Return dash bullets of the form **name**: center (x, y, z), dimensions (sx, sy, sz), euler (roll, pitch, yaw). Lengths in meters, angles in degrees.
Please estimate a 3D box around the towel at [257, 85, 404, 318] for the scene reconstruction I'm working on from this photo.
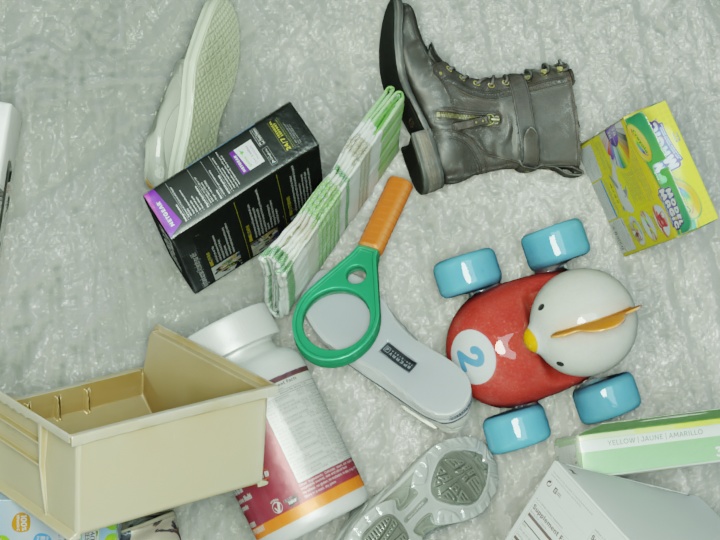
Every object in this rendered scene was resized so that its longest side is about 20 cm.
- **towel**: center (-0.026, -0.060, 1.637), dimensions (0.031, 0.149, 0.201), euler (32, 74, 7)

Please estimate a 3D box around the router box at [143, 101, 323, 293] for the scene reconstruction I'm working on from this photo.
- **router box**: center (-0.105, -0.059, 1.609), dimensions (0.149, 0.200, 0.051), euler (-33, 77, -8)

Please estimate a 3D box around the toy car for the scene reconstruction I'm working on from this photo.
- **toy car**: center (0.173, 0.053, 1.629), dimensions (0.176, 0.200, 0.186), euler (-17, 87, -10)

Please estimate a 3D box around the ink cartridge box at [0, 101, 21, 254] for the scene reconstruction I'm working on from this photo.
- **ink cartridge box**: center (-0.392, -0.059, 1.642), dimensions (0.146, 0.083, 0.202), euler (8, 86, -4)

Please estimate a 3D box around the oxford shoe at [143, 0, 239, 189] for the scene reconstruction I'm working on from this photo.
- **oxford shoe**: center (-0.158, -0.156, 1.685), dimensions (0.057, 0.075, 0.202), euler (8, 82, 31)

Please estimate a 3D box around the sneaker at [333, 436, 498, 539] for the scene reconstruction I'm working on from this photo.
- **sneaker**: center (0.039, 0.215, 1.668), dimensions (0.199, 0.099, 0.078), euler (-31, 94, -33)

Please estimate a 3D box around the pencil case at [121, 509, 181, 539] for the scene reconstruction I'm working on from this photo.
- **pencil case**: center (-0.189, 0.319, 1.635), dimensions (0.089, 0.078, 0.202), euler (-9, 87, -27)

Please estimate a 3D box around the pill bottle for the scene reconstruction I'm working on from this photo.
- **pill bottle**: center (-0.082, 0.139, 1.642), dimensions (0.109, 0.110, 0.201), euler (-26, 84, -7)

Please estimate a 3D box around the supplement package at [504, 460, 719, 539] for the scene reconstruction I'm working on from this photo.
- **supplement package**: center (0.248, 0.267, 1.591), dimensions (0.199, 0.156, 0.111), euler (17, 110, -38)

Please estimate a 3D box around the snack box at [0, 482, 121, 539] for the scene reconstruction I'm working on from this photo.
- **snack box**: center (-0.305, 0.194, 1.586), dimensions (0.198, 0.169, 0.068), euler (2, 105, -7)

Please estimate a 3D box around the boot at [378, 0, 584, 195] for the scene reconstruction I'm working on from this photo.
- **boot**: center (0.116, -0.169, 1.718), dimensions (0.173, 0.069, 0.202), euler (-14, 91, -12)

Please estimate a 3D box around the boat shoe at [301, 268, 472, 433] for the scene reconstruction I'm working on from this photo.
- **boat shoe**: center (0.024, 0.078, 1.679), dimensions (0.200, 0.070, 0.071), euler (37, 70, 22)

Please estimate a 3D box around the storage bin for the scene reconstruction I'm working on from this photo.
- **storage bin**: center (-0.208, 0.127, 1.542), dimensions (0.199, 0.198, 0.094), euler (-12, 114, -38)

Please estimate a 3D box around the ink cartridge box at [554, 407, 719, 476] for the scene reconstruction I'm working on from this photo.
- **ink cartridge box**: center (0.263, 0.155, 1.632), dimensions (0.144, 0.200, 0.048), euler (-7, 84, -6)

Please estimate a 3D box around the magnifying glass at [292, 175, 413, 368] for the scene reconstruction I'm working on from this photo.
- **magnifying glass**: center (0.000, 0.000, 1.676), dimensions (0.079, 0.022, 0.201), euler (16, 65, 19)

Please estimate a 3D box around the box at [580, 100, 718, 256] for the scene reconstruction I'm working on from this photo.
- **box**: center (0.258, -0.082, 1.650), dimensions (0.048, 0.200, 0.118), euler (-24, 89, -7)
